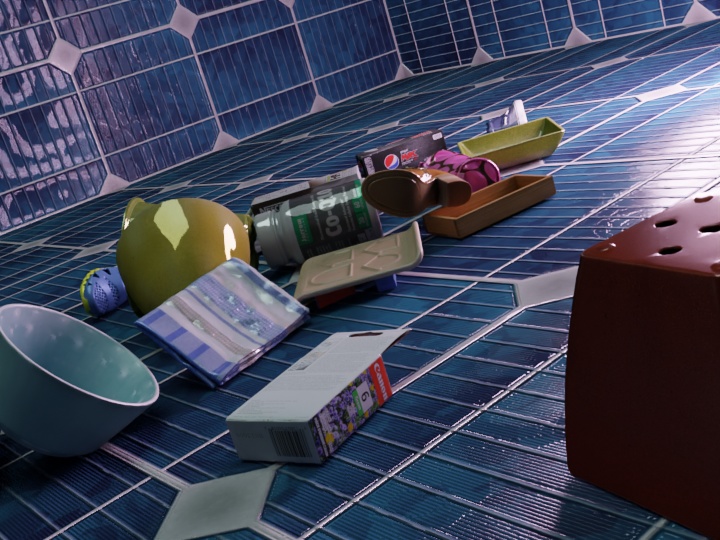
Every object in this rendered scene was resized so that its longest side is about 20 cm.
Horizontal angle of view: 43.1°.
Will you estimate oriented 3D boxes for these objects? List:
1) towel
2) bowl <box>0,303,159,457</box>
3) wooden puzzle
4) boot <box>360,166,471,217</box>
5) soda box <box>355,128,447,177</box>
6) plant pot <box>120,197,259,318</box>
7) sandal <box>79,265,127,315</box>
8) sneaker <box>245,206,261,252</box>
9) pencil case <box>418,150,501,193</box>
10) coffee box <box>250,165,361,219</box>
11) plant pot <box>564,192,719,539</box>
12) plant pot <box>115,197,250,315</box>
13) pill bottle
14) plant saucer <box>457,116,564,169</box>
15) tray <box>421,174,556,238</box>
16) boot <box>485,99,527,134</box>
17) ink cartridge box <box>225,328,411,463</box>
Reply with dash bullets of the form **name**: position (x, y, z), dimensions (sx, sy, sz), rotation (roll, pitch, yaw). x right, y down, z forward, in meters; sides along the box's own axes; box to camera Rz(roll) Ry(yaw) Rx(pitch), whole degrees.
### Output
- **towel**: position (-0.175, 0.061, 1.191), dimensions (0.147, 0.024, 0.200), rotation (35, 41, 15)
- **bowl**: position (-0.341, 0.134, 1.031), dimensions (0.105, 0.200, 0.201), rotation (-57, 14, 8)
- **wooden puzzle**: position (0.000, 0.000, 1.340), dimensions (0.199, 0.046, 0.185), rotation (-20, 15, 7)
- **boot**: position (0.063, -0.135, 1.490), dimensions (0.199, 0.074, 0.155), rotation (2, 13, -28)
- **soda box**: position (0.094, -0.263, 2.080), dimensions (0.199, 0.064, 0.071), rotation (-19, 16, -9)
- **plant pot**: position (-0.268, -0.023, 1.488), dimensions (0.189, 0.201, 0.200), rotation (-2, 17, 4)
- **sandal**: position (-0.430, 0.022, 1.659), dimensions (0.087, 0.080, 0.200), rotation (-5, 21, 24)
- **sneaker**: position (-0.162, -0.099, 1.721), dimensions (0.200, 0.080, 0.070), rotation (-29, 16, -6)
- **pencil case**: position (0.176, -0.170, 1.645), dimensions (0.093, 0.091, 0.200), rotation (15, 5, -17)
- **coffee box**: position (-0.084, -0.101, 1.633), dimensions (0.199, 0.113, 0.080), rotation (-16, 16, 3)
- **plant pot**: position (0.263, 0.050, 0.645), dimensions (0.199, 0.177, 0.200), rotation (-24, 17, -24)
- **plant pot**: position (-0.248, 0.017, 1.323), dimensions (0.199, 0.201, 0.142), rotation (-18, 42, -4)
- **pill bottle**: position (-0.069, -0.075, 1.530), dimensions (0.199, 0.114, 0.113), rotation (-17, 16, 3)
- **plant saucer**: position (0.302, -0.247, 1.838), dimensions (0.199, 0.048, 0.200), rotation (-16, 15, 6)
- **tray**: position (0.210, -0.106, 1.483), dimensions (0.199, 0.037, 0.099), rotation (-24, 17, -24)
- **boot**: position (0.326, -0.335, 2.057), dimensions (0.090, 0.073, 0.200), rotation (-9, 18, 9)
- **ink cartridge box**: position (-0.032, 0.124, 0.939), dimensions (0.109, 0.051, 0.200), rotation (-6, 18, 36)
